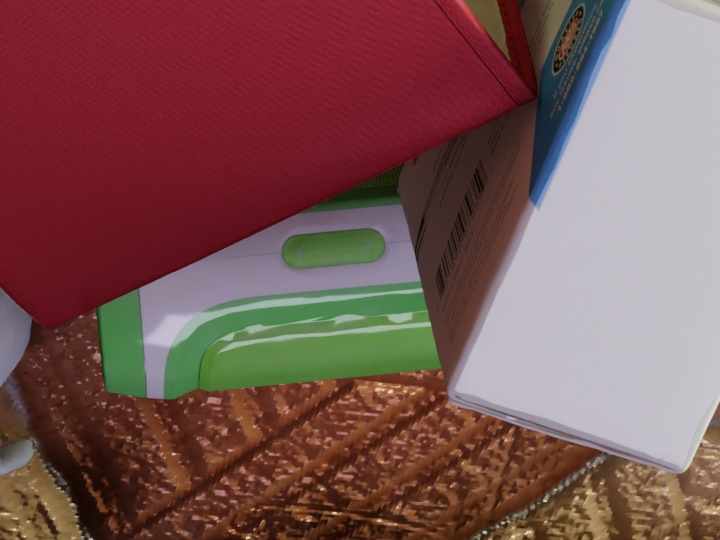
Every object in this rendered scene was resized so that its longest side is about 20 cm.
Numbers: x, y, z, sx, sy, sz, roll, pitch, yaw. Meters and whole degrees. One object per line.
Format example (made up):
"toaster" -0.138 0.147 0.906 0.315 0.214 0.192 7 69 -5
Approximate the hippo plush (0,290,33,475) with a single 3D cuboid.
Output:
"hippo plush" -0.182 0.060 1.074 0.200 0.159 0.161 14 133 -24

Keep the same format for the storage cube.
"storage cube" -0.074 -0.123 0.890 0.180 0.171 0.200 -25 136 18

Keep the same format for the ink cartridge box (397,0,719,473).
"ink cartridge box" 0.081 -0.046 0.948 0.084 0.200 0.145 18 108 -11

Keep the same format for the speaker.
"speaker" 0.000 0.000 1.101 0.200 0.088 0.088 -5 137 -6
